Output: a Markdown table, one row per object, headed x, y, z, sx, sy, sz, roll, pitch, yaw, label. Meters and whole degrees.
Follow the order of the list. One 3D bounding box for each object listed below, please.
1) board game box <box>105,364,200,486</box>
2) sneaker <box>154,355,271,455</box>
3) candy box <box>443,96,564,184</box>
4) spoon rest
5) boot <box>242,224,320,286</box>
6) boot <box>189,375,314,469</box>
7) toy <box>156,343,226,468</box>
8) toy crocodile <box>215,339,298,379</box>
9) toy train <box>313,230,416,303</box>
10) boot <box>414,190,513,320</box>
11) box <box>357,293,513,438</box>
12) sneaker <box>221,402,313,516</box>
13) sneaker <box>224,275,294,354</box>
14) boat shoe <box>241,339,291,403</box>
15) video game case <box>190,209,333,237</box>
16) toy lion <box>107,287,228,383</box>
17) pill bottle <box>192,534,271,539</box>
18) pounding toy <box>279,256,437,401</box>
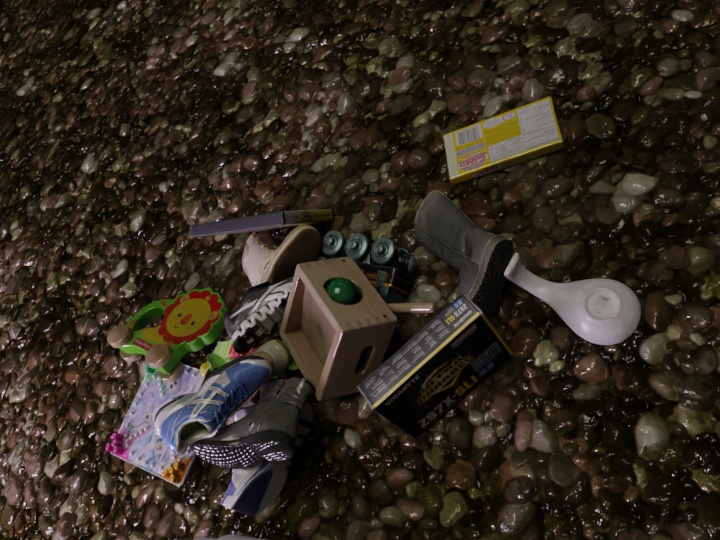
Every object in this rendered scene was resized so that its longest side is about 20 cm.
| x | y | z | sx | sy | sz | roll | pitch | yaw | label |
| --- | --- | --- | --- | --- | --- | --- | --- | --- | --- |
| -0.361 | 0.267 | 1.296 | 0.199 | 0.026 | 0.201 | 11 | 71 | 33 | board game box |
| -0.217 | 0.208 | 1.077 | 0.200 | 0.076 | 0.077 | -37 | 41 | -5 | sneaker |
| 0.246 | -0.225 | 1.225 | 0.199 | 0.026 | 0.103 | -16 | 60 | 21 | candy box |
| 0.311 | 0.038 | 1.037 | 0.199 | 0.061 | 0.100 | 28 | 81 | 23 | spoon rest |
| -0.151 | -0.032 | 1.277 | 0.200 | 0.072 | 0.155 | -57 | 36 | 25 | boot |
| -0.165 | 0.235 | 1.104 | 0.199 | 0.068 | 0.131 | -13 | 39 | 28 | boot |
| -0.272 | 0.228 | 1.175 | 0.115 | 0.047 | 0.201 | -89 | 24 | -67 | toy |
| -0.181 | 0.148 | 1.238 | 0.199 | 0.062 | 0.068 | 4 | 66 | 31 | toy crocodile |
| 0.000 | 0.000 | 1.210 | 0.199 | 0.085 | 0.115 | 10 | 79 | 33 | toy train |
| 0.147 | -0.016 | 1.134 | 0.200 | 0.072 | 0.183 | 35 | 110 | 47 | boot |
| 0.112 | 0.143 | 1.015 | 0.200 | 0.160 | 0.049 | -41 | 53 | 2 | box |
| -0.168 | 0.290 | 1.152 | 0.115 | 0.081 | 0.200 | 17 | 70 | 41 | sneaker |
| -0.151 | 0.047 | 1.191 | 0.200 | 0.067 | 0.091 | -39 | 56 | -7 | sneaker |
| -0.200 | 0.182 | 1.187 | 0.200 | 0.066 | 0.074 | -43 | 80 | 34 | boat shoe |
| -0.178 | -0.088 | 1.299 | 0.199 | 0.181 | 0.026 | -5 | 93 | 27 | video game case |
| -0.355 | 0.106 | 1.346 | 0.199 | 0.069 | 0.192 | 16 | 57 | 36 | toy lion |
| -0.165 | 0.451 | 1.032 | 0.199 | 0.113 | 0.114 | -4 | 63 | 28 | pill bottle |
| -0.011 | 0.080 | 1.107 | 0.184 | 0.141 | 0.201 | 53 | 138 | 38 | pounding toy |
